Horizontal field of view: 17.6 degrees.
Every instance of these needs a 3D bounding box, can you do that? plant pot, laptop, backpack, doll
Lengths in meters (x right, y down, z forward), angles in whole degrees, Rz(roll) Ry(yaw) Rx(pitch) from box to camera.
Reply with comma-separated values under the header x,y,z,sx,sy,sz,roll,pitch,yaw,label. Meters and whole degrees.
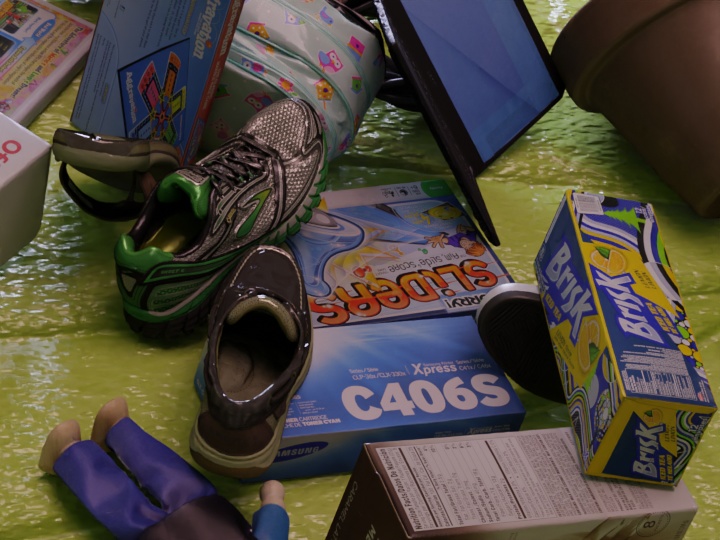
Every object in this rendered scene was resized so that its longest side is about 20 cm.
x,y,z,sx,sy,sz,roll,pitch,yaw,label
0.272,-0.140,1.819,0.200,0.200,0.175,-13,69,-35,plant pot
0.090,-0.147,1.714,0.103,0.177,0.200,-27,24,6,laptop
-0.085,-0.153,1.697,0.200,0.167,0.127,27,63,6,backpack
-0.100,0.158,1.398,0.136,0.049,0.200,-24,56,-40,doll

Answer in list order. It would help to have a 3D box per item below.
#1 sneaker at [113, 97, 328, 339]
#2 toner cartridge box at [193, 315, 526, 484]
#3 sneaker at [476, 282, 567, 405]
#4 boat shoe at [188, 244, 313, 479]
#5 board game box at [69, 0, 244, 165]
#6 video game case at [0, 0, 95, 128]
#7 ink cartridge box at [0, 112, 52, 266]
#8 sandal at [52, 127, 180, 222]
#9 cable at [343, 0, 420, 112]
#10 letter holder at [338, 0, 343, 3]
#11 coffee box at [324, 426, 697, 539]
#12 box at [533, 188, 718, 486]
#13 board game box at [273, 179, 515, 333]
x,y,z,sx,sy,sz,roll,pitch,yaw,label
-0.089,-0.046,1.558,0.078,0.085,0.200,23,58,24,sneaker
0.000,0.083,1.532,0.200,0.043,0.095,-5,44,-27,toner cartridge box
0.153,0.029,1.607,0.200,0.084,0.121,27,31,-32,sneaker
-0.062,0.044,1.463,0.072,0.066,0.201,16,39,-3,boat shoe
-0.140,-0.157,1.625,0.103,0.200,0.019,38,40,20,board game box
-0.309,-0.162,1.699,0.182,0.024,0.200,26,38,6,video game case
-0.324,-0.069,1.525,0.200,0.083,0.146,32,47,14,ink cartridge box
-0.171,-0.062,1.562,0.080,0.057,0.201,3,0,5,sandal
0.031,-0.178,1.853,0.200,0.051,0.163,-16,56,-40,cable
-0.103,-0.286,1.774,0.200,0.101,0.142,34,54,-27,letter holder
0.089,0.163,1.423,0.200,0.114,0.080,-3,44,-25,coffee box
0.162,0.039,1.455,0.064,0.070,0.200,10,38,-15,box
0.000,0.000,1.635,0.200,0.034,0.135,-8,47,-30,board game box
